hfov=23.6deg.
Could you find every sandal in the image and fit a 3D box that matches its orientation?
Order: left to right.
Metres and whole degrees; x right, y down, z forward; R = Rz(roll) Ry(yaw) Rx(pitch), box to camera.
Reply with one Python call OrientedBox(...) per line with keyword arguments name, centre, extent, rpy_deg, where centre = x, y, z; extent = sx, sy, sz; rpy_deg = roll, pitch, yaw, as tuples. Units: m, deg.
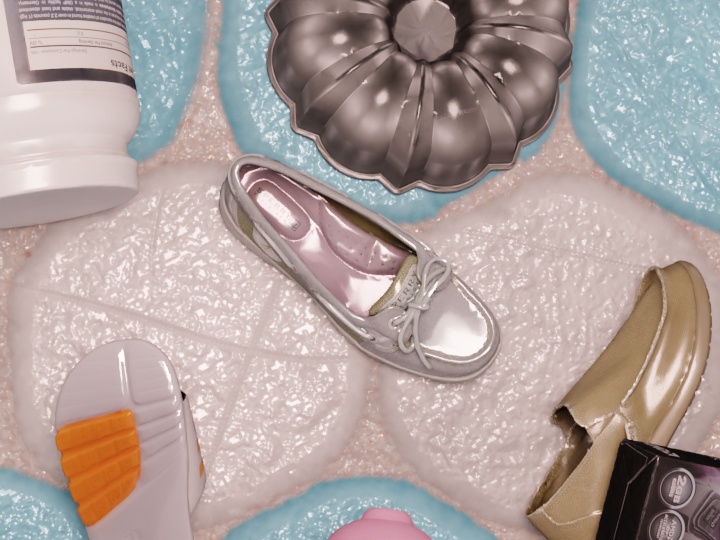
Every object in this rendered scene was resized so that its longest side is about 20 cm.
OrientedBox(name="sandal", centre=(-0.130, 0.136, 1.036), extent=(0.079, 0.059, 0.207), rpy_deg=(-3, 105, 11))

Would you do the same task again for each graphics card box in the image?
OrientedBox(name="graphics card box", centre=(0.235, 0.180, 1.027), extent=(0.200, 0.051, 0.126), rpy_deg=(14, 94, -19))

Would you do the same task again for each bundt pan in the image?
OrientedBox(name="bundt pan", centre=(0.041, -0.150, 1.070), extent=(0.202, 0.076, 0.202), rpy_deg=(0, 84, -5))

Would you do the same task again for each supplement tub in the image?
OrientedBox(name="supplement tub", centre=(-0.207, -0.134, 1.013), extent=(0.140, 0.140, 0.200), rpy_deg=(-9, 84, -6))

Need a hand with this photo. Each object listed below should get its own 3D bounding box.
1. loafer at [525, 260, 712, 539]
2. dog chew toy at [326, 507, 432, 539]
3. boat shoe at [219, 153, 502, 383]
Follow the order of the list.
OrientedBox(name="loafer", centre=(0.157, 0.084, 1.053), extent=(0.067, 0.076, 0.200), rpy_deg=(20, 82, -9))
OrientedBox(name="dog chew toy", centre=(0.004, 0.239, 1.005), extent=(0.124, 0.125, 0.200), rpy_deg=(8, 74, -4))
OrientedBox(name="boat shoe", centre=(0.000, -0.002, 1.054), extent=(0.202, 0.065, 0.074), rpy_deg=(39, 82, 0))
